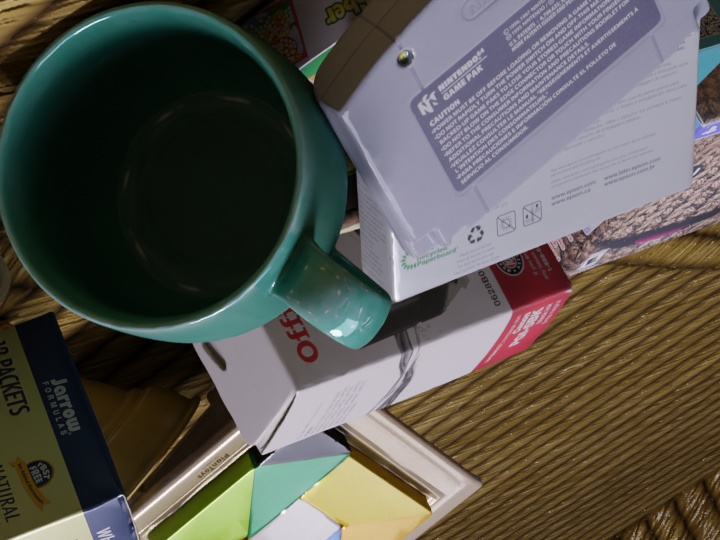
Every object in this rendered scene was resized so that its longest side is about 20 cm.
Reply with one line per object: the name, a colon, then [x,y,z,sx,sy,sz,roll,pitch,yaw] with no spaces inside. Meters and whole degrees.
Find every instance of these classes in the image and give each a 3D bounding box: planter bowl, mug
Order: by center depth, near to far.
mug: [-0.077,-0.027,1.164,0.152,0.186,0.114,-23,169,11]
planter bowl: [-0.198,0.128,1.558,0.200,0.083,0.200,-47,-174,7]

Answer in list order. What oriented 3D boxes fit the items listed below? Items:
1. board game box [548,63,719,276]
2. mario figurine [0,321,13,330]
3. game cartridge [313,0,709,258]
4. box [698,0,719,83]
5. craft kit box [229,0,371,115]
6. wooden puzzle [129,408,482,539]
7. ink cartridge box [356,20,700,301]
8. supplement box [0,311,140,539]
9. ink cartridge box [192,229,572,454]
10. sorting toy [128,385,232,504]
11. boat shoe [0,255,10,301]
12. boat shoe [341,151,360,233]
board game box: [0.207,-0.101,1.572,0.159,0.097,0.200,-19,161,-31]
mario figurine: [-0.260,0.127,1.449,0.200,0.124,0.106,-38,178,14]
game cartridge: [0.073,-0.112,1.172,0.200,0.041,0.133,-40,138,-10]
box: [0.137,-0.110,1.456,0.049,0.082,0.200,-18,161,-37]
craft kit box: [0.045,-0.139,1.290,0.197,0.049,0.200,-38,162,18]
wooden puzzle: [-0.041,0.155,1.537,0.185,0.037,0.200,-40,135,14]
ink cartridge box: [0.086,-0.104,1.241,0.199,0.041,0.201,-20,129,-26]
supplement box: [-0.213,0.162,1.277,0.199,0.134,0.200,-20,138,-8]
ink cartridge box: [0.000,0.000,1.442,0.200,0.147,0.083,-20,161,-29]
sorting toy: [-0.090,0.115,1.672,0.200,0.107,0.180,-50,-161,-23]
boat shoe: [-0.265,0.031,1.232,0.200,0.073,0.062,-19,158,-47]
boat shoe: [0.005,-0.055,1.307,0.199,0.072,0.076,-13,176,-30]
